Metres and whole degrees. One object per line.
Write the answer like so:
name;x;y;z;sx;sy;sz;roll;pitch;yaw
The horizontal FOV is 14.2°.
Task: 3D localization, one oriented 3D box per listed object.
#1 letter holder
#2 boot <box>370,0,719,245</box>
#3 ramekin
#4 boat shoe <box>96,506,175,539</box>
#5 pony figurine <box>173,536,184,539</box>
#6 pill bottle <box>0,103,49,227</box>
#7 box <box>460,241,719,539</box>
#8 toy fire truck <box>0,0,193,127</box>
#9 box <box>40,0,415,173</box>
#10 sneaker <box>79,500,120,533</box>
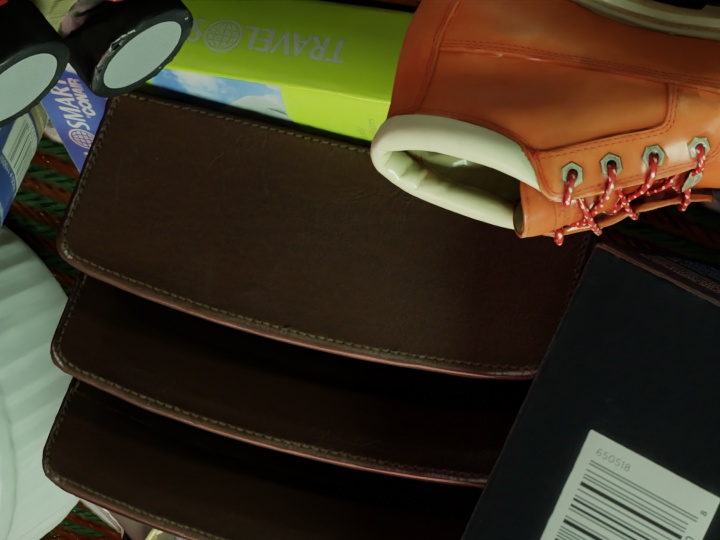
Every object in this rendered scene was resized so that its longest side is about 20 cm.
letter holder;-0.020;0.033;1.127;0.199;0.143;0.101;14;153;10
boot;0.102;-0.043;1.022;0.199;0.108;0.075;18;148;14
ramekin;-0.219;0.061;1.390;0.200;0.098;0.202;15;116;32
boat shoe;-0.075;0.136;1.420;0.200;0.060;0.072;39;140;-6
pony figurine;0.013;0.129;1.240;0.199;0.194;0.167;14;-164;-2
pill bottle;-0.214;-0.014;1.221;0.110;0.201;0.111;17;153;9
box;0.129;0.106;1.099;0.117;0.198;0.200;28;-172;24
toy fire truck;-0.112;-0.159;0.956;0.129;0.176;0.200;51;129;16
box;-0.051;-0.065;1.178;0.199;0.048;0.122;10;151;20
sneaker;-0.134;0.081;1.489;0.200;0.070;0.108;32;155;-30
